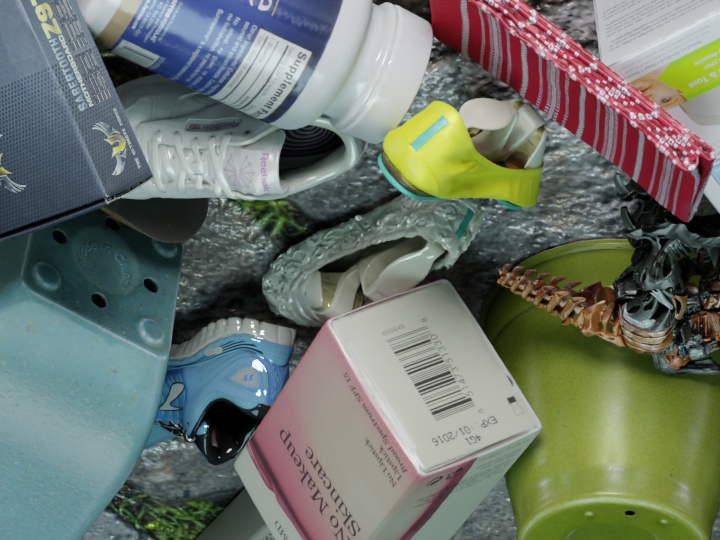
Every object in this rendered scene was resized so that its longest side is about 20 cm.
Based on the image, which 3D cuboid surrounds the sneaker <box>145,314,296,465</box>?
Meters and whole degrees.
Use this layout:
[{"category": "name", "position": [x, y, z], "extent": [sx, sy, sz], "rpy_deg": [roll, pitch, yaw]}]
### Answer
[{"category": "sneaker", "position": [-0.124, 0.100, 1.622], "extent": [0.078, 0.090, 0.200], "rpy_deg": [14, 153, -34]}]

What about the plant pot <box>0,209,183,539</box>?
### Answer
[{"category": "plant pot", "position": [-0.226, 0.044, 1.523], "extent": [0.196, 0.197, 0.200], "rpy_deg": [29, 130, -24]}]

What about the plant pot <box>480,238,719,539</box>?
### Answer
[{"category": "plant pot", "position": [0.176, 0.115, 1.535], "extent": [0.200, 0.193, 0.201], "rpy_deg": [4, 140, 4]}]

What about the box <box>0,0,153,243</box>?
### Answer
[{"category": "box", "position": [-0.226, -0.117, 1.288], "extent": [0.157, 0.051, 0.200], "rpy_deg": [-16, 102, 36]}]

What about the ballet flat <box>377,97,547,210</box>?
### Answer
[{"category": "ballet flat", "position": [0.079, -0.076, 1.369], "extent": [0.067, 0.067, 0.200], "rpy_deg": [-49, 162, 19]}]

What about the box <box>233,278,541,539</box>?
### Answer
[{"category": "box", "position": [0.014, 0.120, 1.518], "extent": [0.109, 0.128, 0.200], "rpy_deg": [-19, 156, -34]}]

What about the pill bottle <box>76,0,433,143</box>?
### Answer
[{"category": "pill bottle", "position": [-0.062, -0.151, 1.317], "extent": [0.200, 0.111, 0.111], "rpy_deg": [23, 138, -18]}]

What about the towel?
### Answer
[{"category": "towel", "position": [0.119, -0.105, 1.298], "extent": [0.200, 0.022, 0.145], "rpy_deg": [39, 174, 10]}]

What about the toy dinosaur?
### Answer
[{"category": "toy dinosaur", "position": [0.196, 0.012, 1.431], "extent": [0.200, 0.102, 0.136], "rpy_deg": [-8, 123, -23]}]

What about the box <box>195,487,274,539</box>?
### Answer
[{"category": "box", "position": [-0.075, 0.227, 1.801], "extent": [0.082, 0.069, 0.200], "rpy_deg": [22, 138, -17]}]

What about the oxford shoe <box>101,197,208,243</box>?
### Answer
[{"category": "oxford shoe", "position": [-0.193, -0.087, 1.456], "extent": [0.200, 0.071, 0.071], "rpy_deg": [42, 168, -22]}]

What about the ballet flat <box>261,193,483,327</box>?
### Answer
[{"category": "ballet flat", "position": [0.000, 0.000, 1.525], "extent": [0.072, 0.072, 0.200], "rpy_deg": [34, 134, -29]}]

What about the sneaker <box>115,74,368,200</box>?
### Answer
[{"category": "sneaker", "position": [-0.092, -0.081, 1.393], "extent": [0.199, 0.100, 0.075], "rpy_deg": [-9, 113, -2]}]

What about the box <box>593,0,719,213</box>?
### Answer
[{"category": "box", "position": [0.235, -0.114, 1.316], "extent": [0.112, 0.102, 0.200], "rpy_deg": [-25, 131, 23]}]
